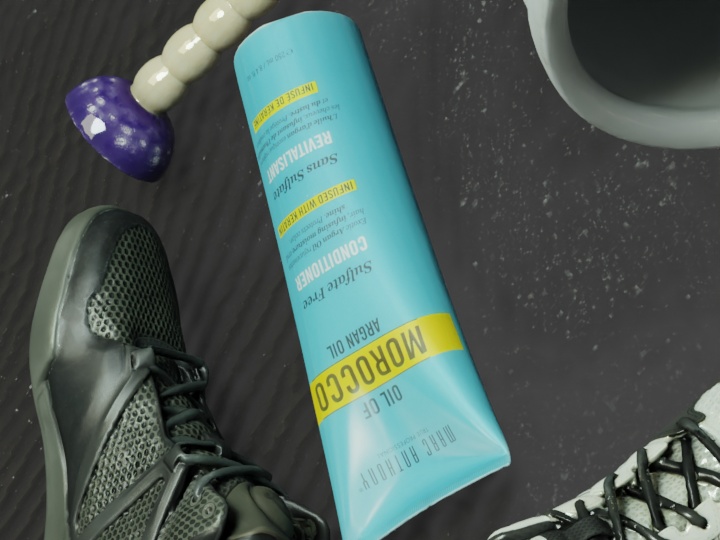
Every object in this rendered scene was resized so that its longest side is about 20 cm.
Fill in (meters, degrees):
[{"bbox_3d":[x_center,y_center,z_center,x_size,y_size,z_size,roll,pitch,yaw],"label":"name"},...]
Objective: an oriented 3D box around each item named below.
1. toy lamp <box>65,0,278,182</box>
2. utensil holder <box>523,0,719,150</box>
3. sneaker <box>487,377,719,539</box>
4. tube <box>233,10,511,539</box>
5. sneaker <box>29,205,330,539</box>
[{"bbox_3d":[-0.032,-0.119,1.130,0.200,0.058,0.058,-46,50,19],"label":"toy lamp"},{"bbox_3d":[0.105,-0.170,0.960,0.170,0.170,0.200,-39,51,21],"label":"utensil holder"},{"bbox_3d":[0.087,0.097,0.922,0.200,0.088,0.076,-52,47,9],"label":"sneaker"},{"bbox_3d":[0.000,0.000,1.067,0.077,0.050,0.201,-35,59,34],"label":"tube"},{"bbox_3d":[-0.065,0.067,1.072,0.114,0.076,0.200,-15,67,33],"label":"sneaker"}]
